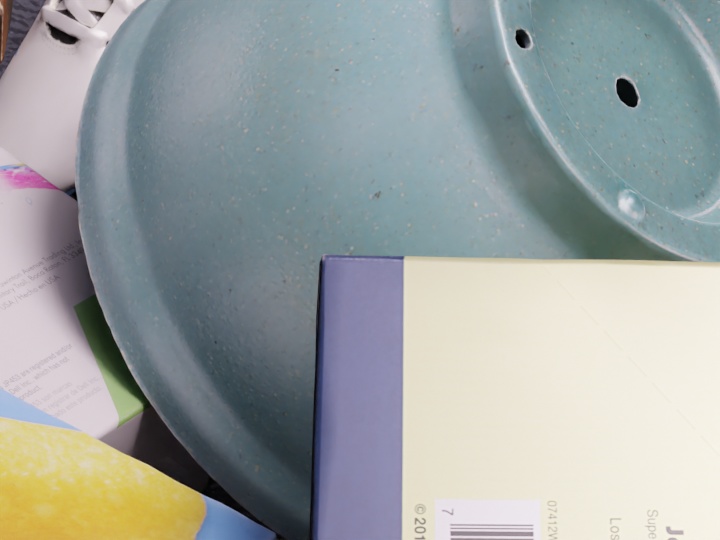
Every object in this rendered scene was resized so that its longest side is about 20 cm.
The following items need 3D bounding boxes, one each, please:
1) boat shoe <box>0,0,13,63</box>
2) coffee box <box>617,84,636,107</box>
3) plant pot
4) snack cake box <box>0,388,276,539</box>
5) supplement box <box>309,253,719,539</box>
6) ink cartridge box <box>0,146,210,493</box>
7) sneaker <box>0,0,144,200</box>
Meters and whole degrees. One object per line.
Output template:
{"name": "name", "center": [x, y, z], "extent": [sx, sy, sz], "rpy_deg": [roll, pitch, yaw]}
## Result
{"name": "boat shoe", "center": [-0.214, -0.086, 0.869], "extent": [0.199, 0.076, 0.074], "rpy_deg": [8, 43, 1]}
{"name": "coffee box", "center": [0.065, -0.078, 0.922], "extent": [0.080, 0.113, 0.200], "rpy_deg": [-19, 50, -34]}
{"name": "plant pot", "center": [0.041, -0.028, 0.749], "extent": [0.200, 0.134, 0.201], "rpy_deg": [22, 53, -32]}
{"name": "snack cake box", "center": [-0.131, 0.077, 0.656], "extent": [0.200, 0.115, 0.067], "rpy_deg": [26, 38, 11]}
{"name": "supplement box", "center": [0.087, 0.114, 0.603], "extent": [0.199, 0.134, 0.200], "rpy_deg": [1, 58, 0]}
{"name": "ink cartridge box", "center": [-0.146, 0.009, 0.772], "extent": [0.200, 0.067, 0.117], "rpy_deg": [35, 41, 21]}
{"name": "sneaker", "center": [-0.067, -0.109, 0.875], "extent": [0.072, 0.200, 0.072], "rpy_deg": [29, -9, 42]}
